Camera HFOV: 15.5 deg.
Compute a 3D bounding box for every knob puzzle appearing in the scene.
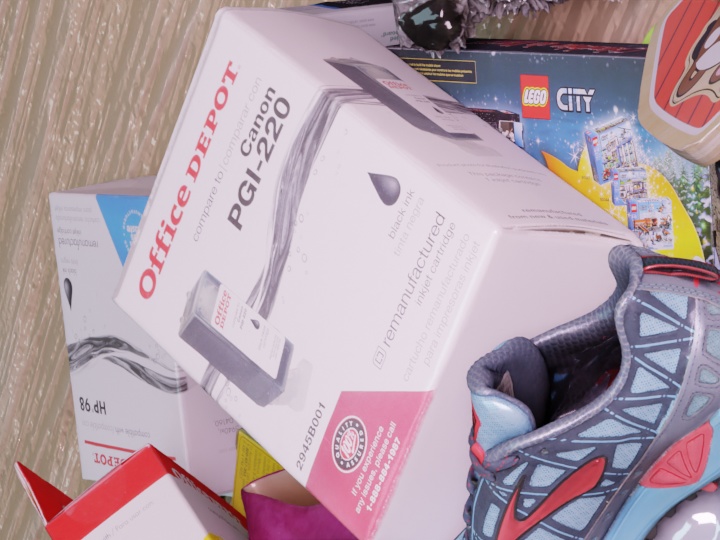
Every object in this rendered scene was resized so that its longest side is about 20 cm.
[{"bbox_3d":[0.147,-0.120,0.904,0.030,0.220,0.220,36,144,-12],"label":"knob puzzle"}]

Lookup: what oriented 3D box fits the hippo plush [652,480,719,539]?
[{"bbox_3d":[0.147,0.137,0.980,0.200,0.159,0.161,-8,86,44],"label":"hippo plush"}]

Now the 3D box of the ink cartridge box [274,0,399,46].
[{"bbox_3d":[-0.013,-0.024,1.232,0.039,0.099,0.200,14,109,53],"label":"ink cartridge box"}]

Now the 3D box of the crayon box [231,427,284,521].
[{"bbox_3d":[0.008,0.169,1.299,0.200,0.051,0.127,34,125,47],"label":"crayon box"}]

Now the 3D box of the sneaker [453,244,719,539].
[{"bbox_3d":[0.068,0.063,0.976,0.200,0.095,0.079,-50,26,25],"label":"sneaker"}]

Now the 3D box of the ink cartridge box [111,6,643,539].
[{"bbox_3d":[0.000,0.000,1.075,0.200,0.085,0.146,41,117,44],"label":"ink cartridge box"}]

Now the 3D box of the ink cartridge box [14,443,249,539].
[{"bbox_3d":[-0.074,0.161,1.260,0.200,0.067,0.116,54,-177,32],"label":"ink cartridge box"}]

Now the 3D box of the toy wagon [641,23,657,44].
[{"bbox_3d":[0.120,-0.026,1.094,0.155,0.040,0.200,38,129,43],"label":"toy wagon"}]

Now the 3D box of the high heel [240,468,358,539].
[{"bbox_3d":[-0.007,0.085,1.191,0.096,0.067,0.200,49,139,21],"label":"high heel"}]

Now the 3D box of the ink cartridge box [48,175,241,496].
[{"bbox_3d":[-0.099,0.053,1.405,0.116,0.067,0.200,4,102,54],"label":"ink cartridge box"}]

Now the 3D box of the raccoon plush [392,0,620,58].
[{"bbox_3d":[0.075,-0.154,1.115,0.200,0.134,0.097,-93,-5,-75],"label":"raccoon plush"}]

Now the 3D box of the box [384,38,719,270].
[{"bbox_3d":[0.088,-0.023,1.073,0.200,0.038,0.137,9,106,54],"label":"box"}]

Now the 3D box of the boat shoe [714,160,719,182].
[{"bbox_3d":[0.203,-0.098,0.929,0.075,0.093,0.200,45,106,6],"label":"boat shoe"}]
